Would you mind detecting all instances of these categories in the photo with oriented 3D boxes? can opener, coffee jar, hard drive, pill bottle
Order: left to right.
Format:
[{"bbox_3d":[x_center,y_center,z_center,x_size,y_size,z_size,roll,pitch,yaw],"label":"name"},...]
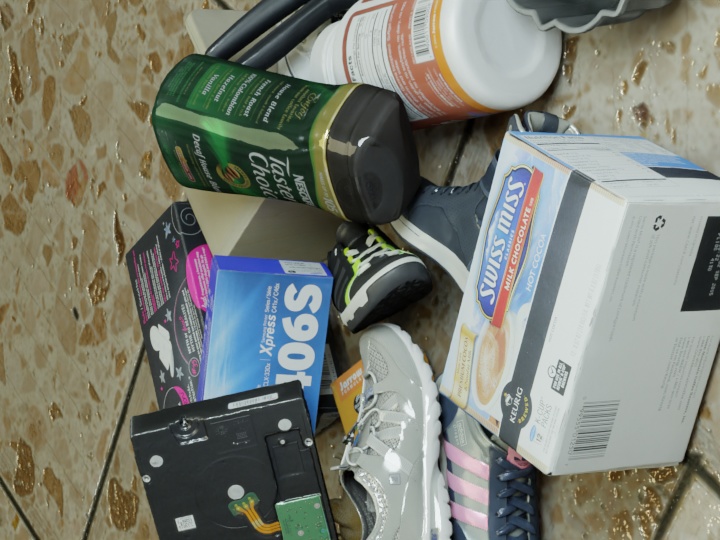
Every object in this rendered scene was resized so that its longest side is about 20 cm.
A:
[{"bbox_3d":[-0.092,0.191,1.567,0.038,0.139,0.201,-102,-1,-65],"label":"hard drive"},{"bbox_3d":[-0.054,-0.099,1.505,0.199,0.086,0.105,12,142,28],"label":"coffee jar"},{"bbox_3d":[-0.043,-0.219,1.601,0.200,0.079,0.063,-36,55,-3],"label":"can opener"},{"bbox_3d":[0.051,-0.166,1.515,0.200,0.112,0.113,-6,86,54],"label":"pill bottle"}]

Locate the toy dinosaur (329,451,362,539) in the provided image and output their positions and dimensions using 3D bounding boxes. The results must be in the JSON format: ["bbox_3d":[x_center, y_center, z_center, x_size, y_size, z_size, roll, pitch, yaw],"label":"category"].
[{"bbox_3d":[-0.006,0.197,1.637,0.101,0.058,0.201,44,150,48],"label":"toy dinosaur"}]

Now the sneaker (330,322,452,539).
[{"bbox_3d":[0.017,0.132,1.496,0.075,0.081,0.201,116,148,-61],"label":"sneaker"}]

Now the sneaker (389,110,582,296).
[{"bbox_3d":[0.098,-0.064,1.485,0.202,0.077,0.147,44,121,49],"label":"sneaker"}]

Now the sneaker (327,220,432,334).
[{"bbox_3d":[0.000,0.000,1.559,0.083,0.071,0.200,64,168,3],"label":"sneaker"}]

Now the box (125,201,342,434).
[{"bbox_3d":[-0.108,0.052,1.720,0.115,0.132,0.201,-38,61,51],"label":"box"}]

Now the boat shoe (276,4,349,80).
[{"bbox_3d":[-0.033,-0.199,1.657,0.067,0.073,0.201,-51,51,45],"label":"boat shoe"}]

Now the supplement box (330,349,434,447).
[{"bbox_3d":[0.041,0.165,1.575,0.067,0.068,0.201,-42,56,43],"label":"supplement box"}]

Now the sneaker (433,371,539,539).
[{"bbox_3d":[0.104,0.159,1.485,0.082,0.070,0.201,-36,64,53],"label":"sneaker"}]

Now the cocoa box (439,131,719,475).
[{"bbox_3d":[0.159,0.019,1.352,0.131,0.133,0.201,35,118,47],"label":"cocoa box"}]

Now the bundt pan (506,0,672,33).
[{"bbox_3d":[0.173,-0.262,1.374,0.201,0.075,0.203,3,94,53],"label":"bundt pan"}]

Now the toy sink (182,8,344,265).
[{"bbox_3d":[-0.082,-0.109,1.682,0.112,0.130,0.201,-53,51,40],"label":"toy sink"}]

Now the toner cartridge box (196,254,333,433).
[{"bbox_3d":[-0.081,0.092,1.586,0.043,0.094,0.201,-121,36,-72],"label":"toner cartridge box"}]
